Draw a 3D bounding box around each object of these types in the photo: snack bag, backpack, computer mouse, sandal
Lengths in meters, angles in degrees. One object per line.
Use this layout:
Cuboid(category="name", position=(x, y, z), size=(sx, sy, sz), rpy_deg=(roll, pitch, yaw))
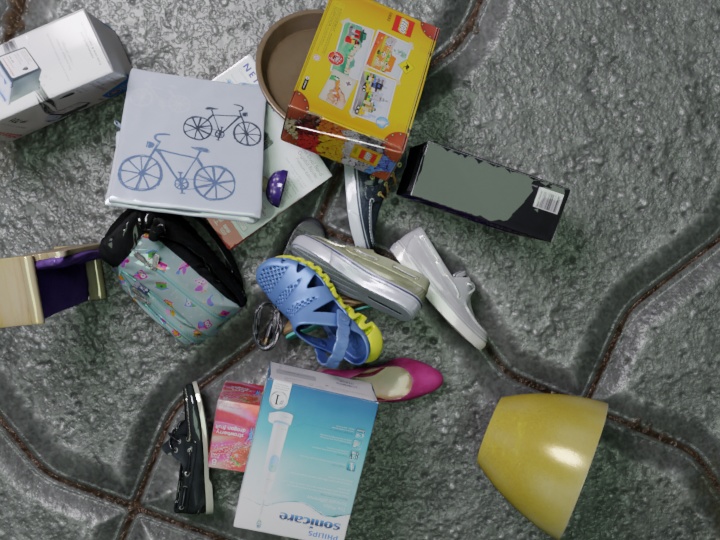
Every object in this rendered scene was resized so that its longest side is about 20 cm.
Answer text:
Cuboid(category="snack bag", position=(-0.215, -0.162, 0.873), size=(0.187, 0.021, 0.202), rpy_deg=(5, 70, -12))
Cuboid(category="backpack", position=(-0.249, 0.001, 0.930), size=(0.126, 0.167, 0.200), rpy_deg=(-39, 111, 10))
Cuboid(category="computer mouse", position=(-0.103, 0.018, 0.980), size=(0.058, 0.034, 0.201), rpy_deg=(26, 83, -9))
Cuboid(category="sandal", position=(-0.063, 0.056, 0.902), size=(0.200, 0.087, 0.080), rpy_deg=(38, 123, 13))

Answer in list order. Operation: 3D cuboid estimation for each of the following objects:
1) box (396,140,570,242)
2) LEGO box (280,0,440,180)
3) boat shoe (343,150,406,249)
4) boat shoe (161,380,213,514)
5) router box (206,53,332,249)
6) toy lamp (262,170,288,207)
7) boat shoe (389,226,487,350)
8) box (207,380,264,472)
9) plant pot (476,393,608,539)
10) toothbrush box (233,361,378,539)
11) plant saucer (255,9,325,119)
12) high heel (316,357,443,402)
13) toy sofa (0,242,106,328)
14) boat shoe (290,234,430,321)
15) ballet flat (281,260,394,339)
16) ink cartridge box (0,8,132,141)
Cuboid(category="box", position=(0.161, -0.107, 0.944), size=(0.199, 0.141, 0.079), rpy_deg=(18, 97, -6))
Cuboid(category="LEGO box", position=(0.001, -0.239, 0.875), size=(0.148, 0.077, 0.201), rpy_deg=(20, 67, -7))
Cuboid(category="boat shoe", position=(0.024, -0.124, 0.964), size=(0.090, 0.071, 0.202), rpy_deg=(-5, 95, 3))
Cuboid(category="boat shoe", position=(-0.251, 0.259, 0.990), size=(0.066, 0.075, 0.201), rpy_deg=(-6, 107, -15))
Cuboid(category="router box", position=(-0.167, -0.163, 0.958), size=(0.179, 0.049, 0.201), rpy_deg=(-36, 98, 1))
Cuboid(category="toy lamp", position=(-0.198, -0.131, 0.907), size=(0.198, 0.058, 0.059), rpy_deg=(15, 95, -5))
Cuboid(category="boat shoe", position=(0.128, 0.025, 0.999), size=(0.068, 0.072, 0.200), rpy_deg=(-40, 89, 2))
Cuboid(category="box", position=(-0.109, 0.232, 0.986), size=(0.198, 0.095, 0.103), rpy_deg=(10, 97, -5))
Cuboid(category="plant pot", position=(0.250, 0.257, 0.986), size=(0.141, 0.200, 0.201), rpy_deg=(21, 95, 19))
Cuboid(category="toothbrush box", position=(-0.072, 0.238, 0.899), size=(0.145, 0.085, 0.202), rpy_deg=(12, 96, -6))
Cuboid(category="plant saucer", position=(-0.043, -0.261, 0.929), size=(0.198, 0.029, 0.202), rpy_deg=(5, 69, -14))
Cuboid(category="high heel", position=(0.026, 0.165, 0.988), size=(0.198, 0.096, 0.068), rpy_deg=(6, 96, -5))
Cuboid(category="toy sofa", position=(-0.385, 0.013, 0.888), size=(0.097, 0.200, 0.084), rpy_deg=(-5, 97, 2))
Cuboid(category="boat shoe", position=(0.000, 0.000, 0.936), size=(0.199, 0.072, 0.062), rpy_deg=(29, 63, 11))
Cuboid(category="ballet flat", position=(-0.026, 0.035, 0.984), size=(0.199, 0.068, 0.073), rpy_deg=(-19, 82, 8))
Cuboid(category="ink cartridge box", position=(-0.405, -0.244, 0.882), size=(0.199, 0.146, 0.086), rpy_deg=(-25, 100, -1))
